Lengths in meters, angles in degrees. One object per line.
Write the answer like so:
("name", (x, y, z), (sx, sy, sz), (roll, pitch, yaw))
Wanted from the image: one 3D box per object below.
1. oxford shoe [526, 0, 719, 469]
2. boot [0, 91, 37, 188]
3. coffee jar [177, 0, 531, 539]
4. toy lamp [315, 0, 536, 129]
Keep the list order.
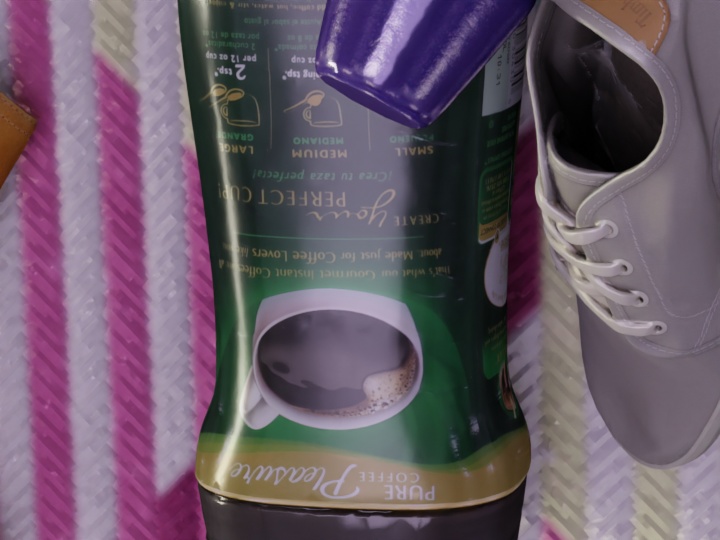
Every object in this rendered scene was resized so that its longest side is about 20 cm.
("oxford shoe", (0.076, -0.016, 0.734), (0.075, 0.058, 0.201), (40, 148, 34))
("boot", (-0.149, 0.009, 0.836), (0.144, 0.071, 0.201), (-48, 117, -5))
("coffee jar", (0.000, 0.000, 0.783), (0.103, 0.085, 0.202), (2, 103, 12))
("toy lamp", (0.047, -0.134, 0.694), (0.058, 0.058, 0.201), (25, 87, 9))
